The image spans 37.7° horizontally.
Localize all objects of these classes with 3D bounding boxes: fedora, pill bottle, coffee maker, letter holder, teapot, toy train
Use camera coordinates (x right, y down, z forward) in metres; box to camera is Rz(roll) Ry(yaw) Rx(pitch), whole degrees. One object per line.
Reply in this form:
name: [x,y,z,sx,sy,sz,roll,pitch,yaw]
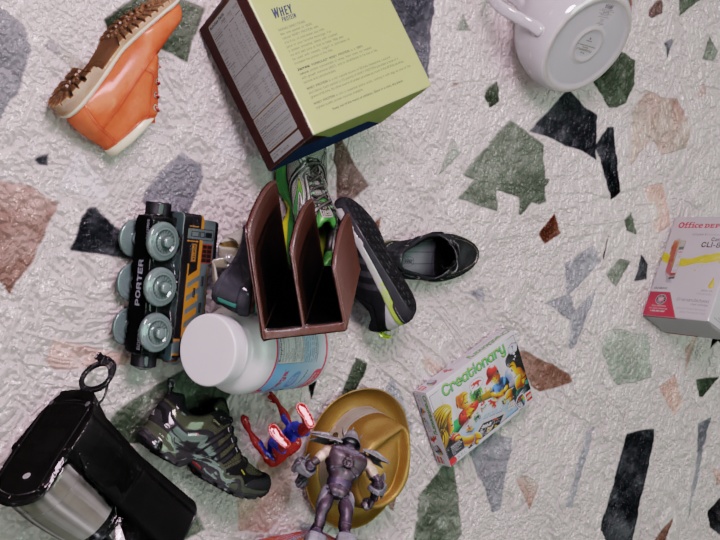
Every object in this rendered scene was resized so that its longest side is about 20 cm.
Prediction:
fedora: [0.014,0.265,1.466,0.198,0.081,0.205,-3,95,-38]
pill bottle: [-0.127,0.094,1.292,0.199,0.107,0.111,3,91,-60]
coffee maker: [-0.281,0.240,1.197,0.192,0.134,0.201,-47,125,-14]
letter holder: [-0.065,-0.027,1.240,0.099,0.200,0.145,-7,109,7]
teapot: [0.304,-0.383,1.615,0.196,0.147,0.201,-33,145,-4]
toy train: [-0.231,0.018,1.268,0.113,0.084,0.204,4,90,-47]

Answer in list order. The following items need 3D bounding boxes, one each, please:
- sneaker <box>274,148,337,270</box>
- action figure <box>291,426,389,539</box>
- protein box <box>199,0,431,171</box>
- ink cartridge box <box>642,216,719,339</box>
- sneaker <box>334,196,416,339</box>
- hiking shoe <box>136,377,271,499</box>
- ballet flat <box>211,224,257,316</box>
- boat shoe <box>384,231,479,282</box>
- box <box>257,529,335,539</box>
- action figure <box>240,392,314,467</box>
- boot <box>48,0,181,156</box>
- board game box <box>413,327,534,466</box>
sneaker: [-0.059,-0.093,1.386,0.077,0.085,0.204,-6,96,-37]
action figure: [-0.032,0.290,1.355,0.128,0.070,0.202,15,55,-1]
protein box: [-0.057,-0.266,1.312,0.197,0.134,0.202,-27,91,-33]
ink cartridge box: [0.605,0.010,1.868,0.083,0.144,0.203,32,74,-32]
sneaker: [0.000,0.000,1.446,0.202,0.082,0.072,62,22,2]
hiking shoe: [-0.177,0.214,1.321,0.199,0.075,0.102,36,75,-33]
ballet flat: [-0.143,-0.014,1.271,0.074,0.072,0.201,59,18,-24]
boat shoe: [0.110,-0.020,1.532,0.197,0.066,0.076,5,90,-38]
box: [-0.078,0.459,1.401,0.101,0.094,0.204,0,93,-36]
action figure: [-0.110,0.190,1.328,0.065,0.200,0.100,-33,77,-18]
boot: [-0.262,-0.231,1.234,0.201,0.075,0.107,-53,124,-13]
board game box: [0.177,0.192,1.618,0.199,0.034,0.128,-32,111,-32]
